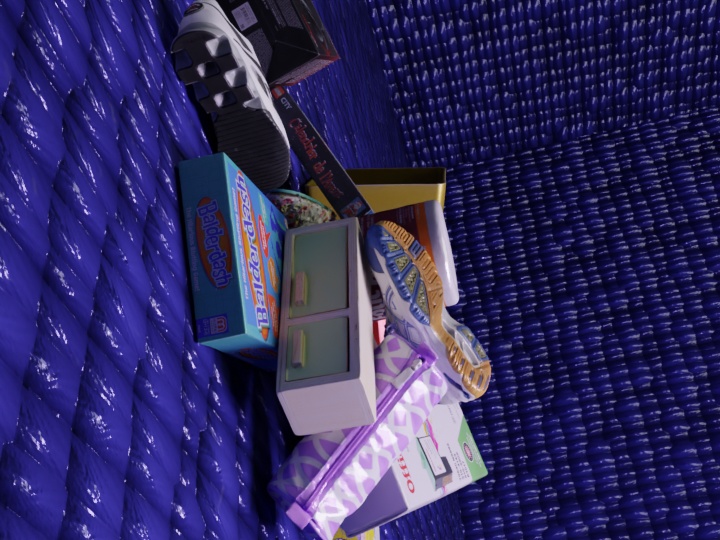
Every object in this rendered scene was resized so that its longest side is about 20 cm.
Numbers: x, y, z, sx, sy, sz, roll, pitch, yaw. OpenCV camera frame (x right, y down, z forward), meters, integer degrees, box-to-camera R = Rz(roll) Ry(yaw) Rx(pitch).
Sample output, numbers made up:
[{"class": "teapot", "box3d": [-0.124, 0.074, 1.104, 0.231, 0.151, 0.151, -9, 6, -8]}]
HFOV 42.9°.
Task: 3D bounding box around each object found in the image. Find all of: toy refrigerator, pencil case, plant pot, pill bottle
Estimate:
[{"class": "toy refrigerator", "box3d": [-0.031, 0.043, 0.838, 0.202, 0.074, 0.071, -91, 168, -45]}, {"class": "pencil case", "box3d": [0.001, 0.150, 0.835, 0.084, 0.201, 0.085, 40, -17, -4]}, {"class": "plant pot", "box3d": [0.031, -0.053, 1.369, 0.200, 0.196, 0.180, -67, 156, -76]}, {"class": "pill bottle", "box3d": [0.000, 0.000, 0.988, 0.114, 0.196, 0.116, -12, 90, -82]}]

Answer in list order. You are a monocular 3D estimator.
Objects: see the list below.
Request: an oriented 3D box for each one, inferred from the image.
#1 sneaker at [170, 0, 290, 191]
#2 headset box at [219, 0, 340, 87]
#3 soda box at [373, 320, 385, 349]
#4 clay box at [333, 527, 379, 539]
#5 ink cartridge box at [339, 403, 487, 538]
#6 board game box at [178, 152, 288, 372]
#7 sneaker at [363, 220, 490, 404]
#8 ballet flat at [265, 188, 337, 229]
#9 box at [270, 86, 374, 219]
[{"class": "sneaker", "box3d": [-0.113, -0.167, 0.870, 0.202, 0.073, 0.089, 71, 13, -45]}, {"class": "headset box", "box3d": [-0.096, -0.295, 1.054, 0.151, 0.076, 0.200, 63, 12, -7]}, {"class": "soda box", "box3d": [0.029, 0.067, 1.260, 0.068, 0.063, 0.204, 14, -66, 52]}, {"class": "clay box", "box3d": [-0.021, 0.258, 1.025, 0.202, 0.047, 0.116, 69, 12, -45]}, {"class": "ink cartridge box", "box3d": [0.038, 0.181, 0.978, 0.199, 0.083, 0.147, 1, 63, -59]}, {"class": "board game box", "box3d": [-0.101, 0.002, 0.823, 0.200, 0.044, 0.155, 48, 33, -74]}, {"class": "sneaker", "box3d": [0.046, 0.051, 0.906, 0.202, 0.087, 0.075, 60, 37, -8]}, {"class": "ballet flat", "box3d": [-0.066, -0.052, 1.078, 0.200, 0.074, 0.065, 14, 82, -78]}, {"class": "box", "box3d": [-0.045, -0.128, 1.144, 0.201, 0.037, 0.137, 55, 4, 13]}]
